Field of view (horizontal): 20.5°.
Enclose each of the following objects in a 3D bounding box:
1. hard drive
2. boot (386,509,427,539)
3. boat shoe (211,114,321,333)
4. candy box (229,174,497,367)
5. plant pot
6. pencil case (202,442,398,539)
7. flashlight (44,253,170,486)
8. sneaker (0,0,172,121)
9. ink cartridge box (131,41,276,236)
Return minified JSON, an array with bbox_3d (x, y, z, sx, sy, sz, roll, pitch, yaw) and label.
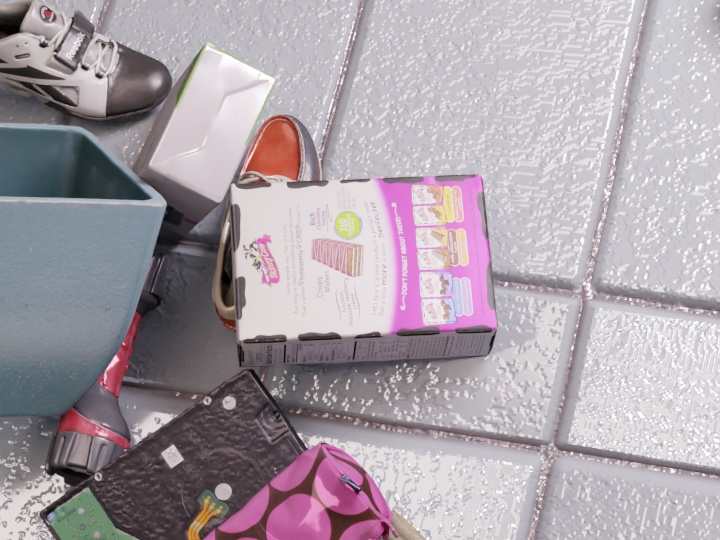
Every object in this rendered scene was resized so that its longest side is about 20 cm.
[{"bbox_3d":[-0.128,0.187,1.543,0.200,0.038,0.140,-36,85,2],"label":"hard drive"},{"bbox_3d":[0.036,0.283,1.450,0.155,0.072,0.200,-45,54,-3],"label":"boot"},{"bbox_3d":[-0.081,-0.043,1.637,0.071,0.063,0.200,3,68,22],"label":"boat shoe"},{"bbox_3d":[0.000,0.000,1.557,0.200,0.061,0.136,-2,66,-5],"label":"candy box"},{"bbox_3d":[-0.289,0.006,1.568,0.196,0.196,0.200,38,122,55],"label":"plant pot"},{"bbox_3d":[-0.070,0.218,1.474,0.200,0.091,0.094,-41,71,5],"label":"pencil case"},{"bbox_3d":[-0.200,0.077,1.627,0.068,0.068,0.200,21,69,-16],"label":"flashlight"},{"bbox_3d":[-0.261,-0.189,1.723,0.200,0.089,0.074,11,55,0],"label":"sneaker"},{"bbox_3d":[-0.140,-0.100,1.643,0.067,0.200,0.117,26,76,-10],"label":"ink cartridge box"}]
